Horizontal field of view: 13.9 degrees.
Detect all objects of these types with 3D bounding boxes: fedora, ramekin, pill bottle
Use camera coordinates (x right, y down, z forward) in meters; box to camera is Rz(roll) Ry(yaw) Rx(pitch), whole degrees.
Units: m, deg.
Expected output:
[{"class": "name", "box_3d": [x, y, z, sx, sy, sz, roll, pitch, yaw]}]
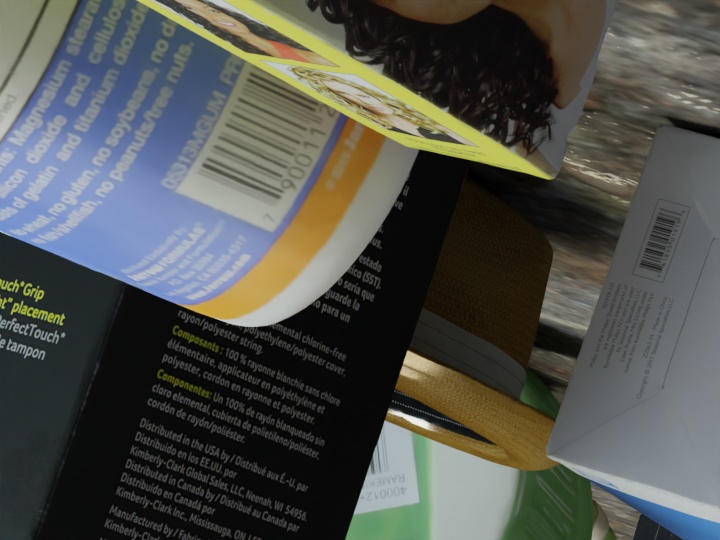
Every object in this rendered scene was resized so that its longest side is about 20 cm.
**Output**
[{"class": "fedora", "box_3d": [0.000, 0.000, 1.037, 0.200, 0.082, 0.201, 24, 173, 3]}, {"class": "ramekin", "box_3d": [-0.001, 0.101, 1.329, 0.199, 0.201, 0.098, 16, 164, 20]}, {"class": "pill bottle", "box_3d": [-0.088, -0.071, 0.656, 0.199, 0.113, 0.112, 23, 171, -23]}]

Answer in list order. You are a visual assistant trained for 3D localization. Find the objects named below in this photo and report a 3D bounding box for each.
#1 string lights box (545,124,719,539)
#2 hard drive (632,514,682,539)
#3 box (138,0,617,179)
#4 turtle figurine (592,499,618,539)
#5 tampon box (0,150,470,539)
[{"class": "string lights box", "box_3d": [0.130, 0.038, 0.907, 0.059, 0.103, 0.200, 16, 172, 28]}, {"class": "hard drive", "box_3d": [0.277, 0.191, 1.825, 0.139, 0.038, 0.200, 24, 171, -29]}, {"class": "box", "box_3d": [-0.027, -0.087, 0.552, 0.200, 0.076, 0.050, 25, 172, -42]}, {"class": "turtle figurine", "box_3d": [0.053, 0.138, 1.515, 0.201, 0.143, 0.194, 63, -176, -10]}, {"class": "tampon box", "box_3d": [-0.080, 0.012, 0.876, 0.149, 0.201, 0.126, 14, 171, 41]}]
